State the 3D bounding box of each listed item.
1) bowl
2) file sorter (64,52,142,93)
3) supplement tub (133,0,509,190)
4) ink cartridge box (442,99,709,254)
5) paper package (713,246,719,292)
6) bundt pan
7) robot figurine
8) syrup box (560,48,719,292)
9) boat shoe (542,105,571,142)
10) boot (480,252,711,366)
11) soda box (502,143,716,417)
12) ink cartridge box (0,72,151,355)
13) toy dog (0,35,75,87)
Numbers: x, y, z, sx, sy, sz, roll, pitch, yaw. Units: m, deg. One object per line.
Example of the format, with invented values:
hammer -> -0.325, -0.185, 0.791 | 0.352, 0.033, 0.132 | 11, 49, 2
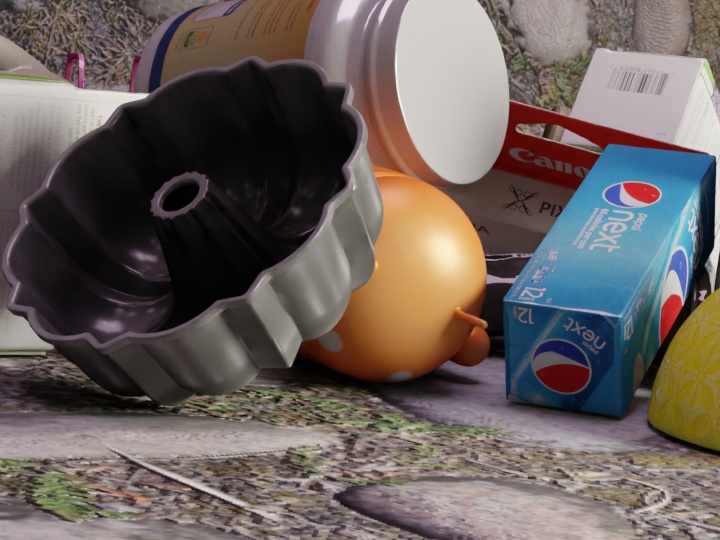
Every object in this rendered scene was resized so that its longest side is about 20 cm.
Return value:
bowl -> 0.253, 0.036, 1.295 | 0.199, 0.108, 0.200 | 5, 6, -1
file sorter -> -0.204, -0.091, 1.760 | 0.199, 0.126, 0.139 | 3, 6, -12
supplement tub -> -0.024, -0.102, 1.524 | 0.199, 0.145, 0.144 | -7, -2, 36
ink cartridge box -> 0.124, -0.038, 1.614 | 0.199, 0.044, 0.174 | 16, -26, 13
paper package -> 0.304, -0.021, 1.438 | 0.190, 0.201, 0.103 | 7, 7, 6
bundt pan -> -0.074, -0.013, 1.250 | 0.201, 0.076, 0.202 | -19, 39, 16
robot figurine -> -0.005, -0.002, 1.383 | 0.116, 0.145, 0.200 | -21, 16, -19
syrup box -> 0.205, -0.054, 1.661 | 0.078, 0.082, 0.200 | 9, -28, 28
boat shoe -> 0.149, -0.040, 1.716 | 0.063, 0.073, 0.201 | 12, -35, 10
boot -> 0.096, 0.018, 1.497 | 0.199, 0.073, 0.182 | 7, 3, -12
soda box -> 0.141, 0.002, 1.387 | 0.068, 0.064, 0.200 | 8, 31, 20
ink cartridge box -> -0.176, -0.031, 1.362 | 0.199, 0.149, 0.076 | 2, 6, -33
toy dog -> -0.203, -0.046, 1.588 | 0.193, 0.140, 0.200 | 31, 4, -19
